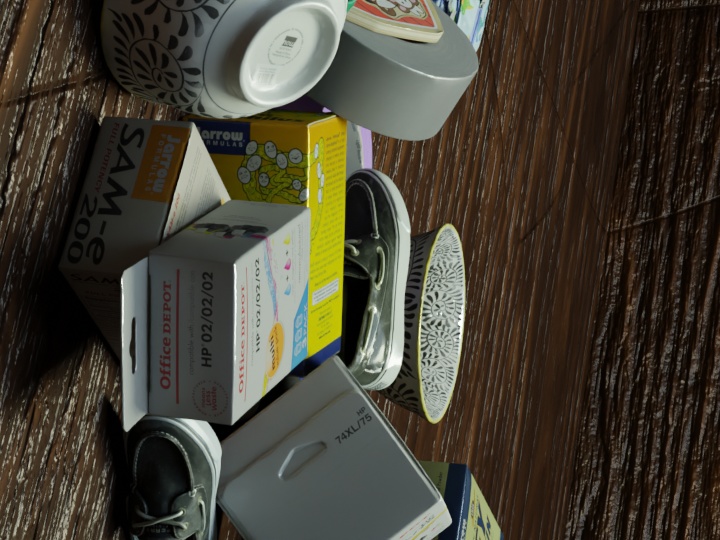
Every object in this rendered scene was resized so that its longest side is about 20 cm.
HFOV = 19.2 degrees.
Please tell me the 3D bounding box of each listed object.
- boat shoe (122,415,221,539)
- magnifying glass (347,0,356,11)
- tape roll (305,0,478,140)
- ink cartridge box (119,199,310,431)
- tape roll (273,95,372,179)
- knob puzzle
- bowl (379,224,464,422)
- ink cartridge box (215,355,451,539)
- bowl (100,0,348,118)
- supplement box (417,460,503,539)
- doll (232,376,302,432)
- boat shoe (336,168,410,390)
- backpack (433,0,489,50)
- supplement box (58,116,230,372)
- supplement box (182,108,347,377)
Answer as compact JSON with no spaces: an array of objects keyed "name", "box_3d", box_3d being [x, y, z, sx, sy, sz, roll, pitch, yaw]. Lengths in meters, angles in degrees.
[{"name":"boat shoe","box_3d":[-0.141,0.178,1.601,0.071,0.071,0.201,-77,165,-45]},{"name":"magnifying glass","box_3d":[-0.049,-0.270,1.683,0.022,0.079,0.201,-53,-144,31]},{"name":"tape roll","box_3d":[-0.001,-0.196,1.774,0.066,0.199,0.200,-56,178,26]},{"name":"ink cartridge box","box_3d":[-0.096,0.032,1.460,0.200,0.067,0.116,-41,135,-66]},{"name":"tape roll","box_3d":[-0.045,-0.078,1.907,0.200,0.065,0.202,4,90,-76]},{"name":"knob puzzle","box_3d":[-0.010,-0.258,1.757,0.031,0.219,0.220,-55,178,25]},{"name":"bowl","box_3d":[0.040,0.050,2.174,0.201,0.093,0.203,5,90,-76]},{"name":"ink cartridge box","box_3d":[-0.026,0.182,1.735,0.146,0.146,0.200,52,-3,12]},{"name":"bowl","box_3d":[-0.076,-0.177,1.503,0.200,0.094,0.202,-28,142,-24]},{"name":"supplement box","box_3d":[0.014,0.267,1.962,0.200,0.198,0.135,62,35,-61]},{"name":"doll","box_3d":[-0.078,0.115,1.860,0.138,0.048,0.200,-69,164,2]},{"name":"boat shoe","box_3d":[0.000,0.000,1.833,0.063,0.070,0.202,25,56,-49]},{"name":"backpack","box_3d":[0.045,-0.250,2.061,0.154,0.162,0.202,-31,131,-61]},{"name":"supplement box","box_3d":[-0.142,-0.005,1.543,0.200,0.073,0.127,68,31,-58]},{"name":"supplement box","box_3d":[-0.078,-0.026,1.712,0.109,0.108,0.202,-31,123,-72]}]
